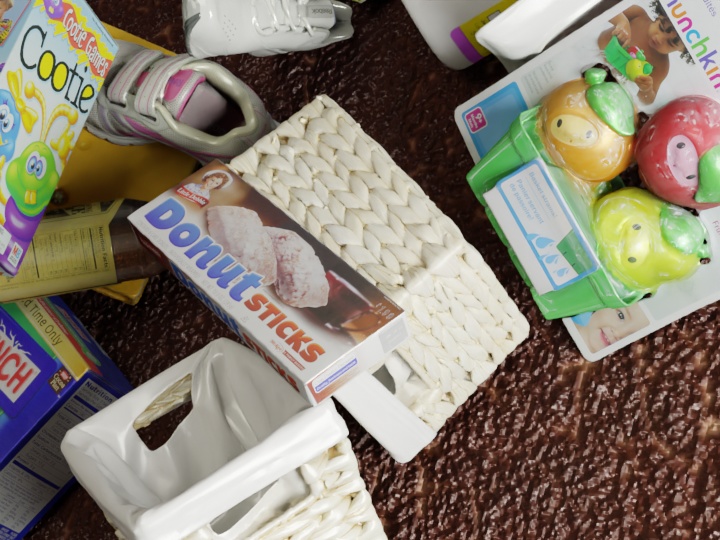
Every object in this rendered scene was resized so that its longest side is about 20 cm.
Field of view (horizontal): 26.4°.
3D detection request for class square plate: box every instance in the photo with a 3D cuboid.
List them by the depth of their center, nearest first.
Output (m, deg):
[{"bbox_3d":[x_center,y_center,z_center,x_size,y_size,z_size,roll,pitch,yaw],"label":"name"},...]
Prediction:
[{"bbox_3d":[0.175,-0.183,0.985,0.198,0.200,0.028,-36,80,10],"label":"square plate"}]

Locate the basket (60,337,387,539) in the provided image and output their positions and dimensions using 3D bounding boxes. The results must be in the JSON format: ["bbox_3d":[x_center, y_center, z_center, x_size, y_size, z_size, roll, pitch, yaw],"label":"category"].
[{"bbox_3d":[-0.080,0.139,0.929,0.135,0.123,0.200,-31,20,-16],"label":"basket"}]

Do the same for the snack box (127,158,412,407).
[{"bbox_3d":[-0.058,0.002,0.907,0.072,0.024,0.200,-36,46,-17],"label":"snack box"}]

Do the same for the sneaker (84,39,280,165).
[{"bbox_3d":[-0.144,-0.133,1.159,0.200,0.088,0.081,20,73,8],"label":"sneaker"}]

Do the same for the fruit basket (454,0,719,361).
[{"bbox_3d":[0.167,-0.060,0.916,0.200,0.094,0.185,-30,88,40],"label":"fruit basket"}]

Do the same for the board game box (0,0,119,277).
[{"bbox_3d":[-0.270,-0.111,1.088,0.105,0.103,0.200,8,64,25],"label":"board game box"}]

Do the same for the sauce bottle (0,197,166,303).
[{"bbox_3d":[-0.189,-0.020,1.141,0.200,0.066,0.066,-9,52,-11],"label":"sauce bottle"}]

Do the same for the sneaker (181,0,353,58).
[{"bbox_3d":[-0.070,-0.196,1.143,0.087,0.200,0.075,2,100,22],"label":"sneaker"}]

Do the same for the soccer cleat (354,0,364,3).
[{"bbox_3d":[-0.019,-0.246,1.212,0.200,0.065,0.084,-6,62,29],"label":"soccer cleat"}]

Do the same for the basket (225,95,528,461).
[{"bbox_3d":[0.000,0.000,1.003,0.123,0.136,0.200,-40,49,1],"label":"basket"}]

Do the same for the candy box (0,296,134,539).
[{"bbox_3d":[-0.285,0.113,1.161,0.200,0.077,0.169,-46,48,-1],"label":"candy box"}]

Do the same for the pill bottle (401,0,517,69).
[{"bbox_3d":[0.125,-0.233,1.087,0.200,0.104,0.104,-29,52,15],"label":"pill bottle"}]

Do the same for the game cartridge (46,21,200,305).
[{"bbox_3d":[-0.217,-0.096,1.206,0.176,0.032,0.200,23,72,-3],"label":"game cartridge"}]
